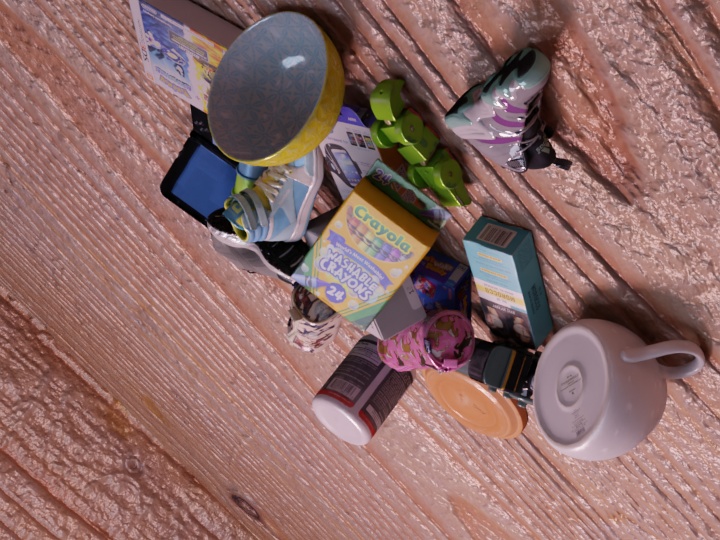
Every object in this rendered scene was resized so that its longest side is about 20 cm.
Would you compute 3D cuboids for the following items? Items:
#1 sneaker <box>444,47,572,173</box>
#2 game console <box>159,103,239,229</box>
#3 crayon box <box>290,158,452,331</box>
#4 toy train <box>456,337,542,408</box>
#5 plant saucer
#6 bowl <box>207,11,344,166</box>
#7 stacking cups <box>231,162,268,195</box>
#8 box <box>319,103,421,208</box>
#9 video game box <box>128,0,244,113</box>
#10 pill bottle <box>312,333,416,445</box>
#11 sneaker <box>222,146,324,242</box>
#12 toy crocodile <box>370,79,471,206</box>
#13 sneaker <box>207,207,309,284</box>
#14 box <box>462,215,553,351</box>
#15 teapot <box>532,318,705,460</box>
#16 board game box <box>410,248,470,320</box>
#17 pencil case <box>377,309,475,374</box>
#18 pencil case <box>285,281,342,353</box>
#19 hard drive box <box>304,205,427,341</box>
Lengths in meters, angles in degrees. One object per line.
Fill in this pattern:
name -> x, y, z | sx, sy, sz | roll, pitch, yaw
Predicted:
sneaker -> 0.190, -0.163, 1.276 | 0.140, 0.078, 0.200 | 43, 164, -9
game console -> -0.210, -0.146, 1.773 | 0.200, 0.119, 0.172 | 35, 160, 10
crayon box -> 0.012, -0.031, 1.506 | 0.126, 0.052, 0.200 | 36, 121, -1
toy train -> 0.196, 0.136, 1.658 | 0.114, 0.086, 0.200 | 21, 179, -19
plant saucer -> 0.186, 0.214, 1.917 | 0.200, 0.032, 0.201 | 31, 153, 17
bowl -> -0.089, -0.217, 1.466 | 0.200, 0.201, 0.108 | 17, 176, 39
stacking cups -> -0.156, -0.164, 1.683 | 0.060, 0.060, 0.201 | 27, 125, 24
box -> 0.002, -0.157, 1.568 | 0.119, 0.041, 0.200 | 18, 144, 38
video game box -> -0.236, -0.305, 1.646 | 0.200, 0.047, 0.182 | 31, 155, 18
pill bottle -> 0.020, 0.178, 1.886 | 0.116, 0.200, 0.116 | 31, 152, 18
sneaker -> -0.129, -0.119, 1.634 | 0.080, 0.130, 0.201 | 43, 132, 40
toy crocodile -> 0.078, -0.156, 1.455 | 0.200, 0.062, 0.067 | 48, 155, -25
sneaker -> -0.148, -0.026, 1.751 | 0.200, 0.074, 0.080 | 29, 138, 25
box -> 0.203, 0.020, 1.565 | 0.082, 0.049, 0.200 | 21, 148, 35
teapot -> 0.334, 0.159, 1.506 | 0.145, 0.198, 0.200 | 11, -171, -25
board game box -> 0.100, 0.040, 1.740 | 0.134, 0.045, 0.200 | 29, 152, 23
pencil case -> 0.093, 0.105, 1.679 | 0.083, 0.086, 0.200 | 54, 161, -9
pencil case -> -0.071, 0.066, 1.704 | 0.200, 0.089, 0.078 | 107, 142, -72
hard drive box -> 0.000, 0.000, 1.669 | 0.156, 0.077, 0.200 | 67, 166, -18
